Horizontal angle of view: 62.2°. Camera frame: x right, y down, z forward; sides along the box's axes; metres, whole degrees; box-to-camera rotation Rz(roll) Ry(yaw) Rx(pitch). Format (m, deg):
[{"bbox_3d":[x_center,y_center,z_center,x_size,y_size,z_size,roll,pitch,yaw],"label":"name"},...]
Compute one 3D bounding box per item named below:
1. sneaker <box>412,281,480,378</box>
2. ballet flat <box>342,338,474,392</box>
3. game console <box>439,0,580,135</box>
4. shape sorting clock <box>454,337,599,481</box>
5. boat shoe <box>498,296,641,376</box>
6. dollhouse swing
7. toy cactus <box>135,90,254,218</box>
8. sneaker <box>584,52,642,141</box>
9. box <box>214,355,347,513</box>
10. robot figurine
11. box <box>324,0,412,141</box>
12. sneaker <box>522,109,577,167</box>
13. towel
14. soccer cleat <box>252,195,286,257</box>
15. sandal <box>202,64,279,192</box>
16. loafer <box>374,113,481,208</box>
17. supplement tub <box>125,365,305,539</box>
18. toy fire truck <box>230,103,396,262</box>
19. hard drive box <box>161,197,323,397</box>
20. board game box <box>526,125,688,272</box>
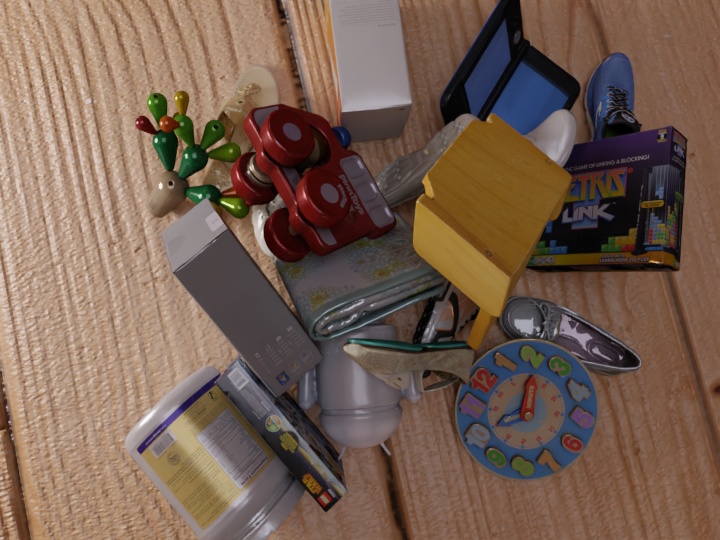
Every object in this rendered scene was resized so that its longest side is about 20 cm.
[{"bbox_3d":[0.129,0.057,0.821,0.078,0.074,0.204,25,84,-4],"label":"sneaker"},{"bbox_3d":[0.065,0.117,0.724,0.196,0.067,0.064,6,87,-32],"label":"ballet flat"},{"bbox_3d":[0.218,-0.250,0.843,0.117,0.171,0.203,28,81,26],"label":"game console"},{"bbox_3d":[0.225,0.191,0.809,0.194,0.039,0.206,1,99,7],"label":"shape sorting clock"},{"bbox_3d":[0.289,0.091,0.831,0.198,0.065,0.076,26,82,0],"label":"boat shoe"},{"bbox_3d":[0.144,-0.041,0.741,0.181,0.177,0.201,38,55,4],"label":"dollhouse swing"},{"bbox_3d":[-0.231,-0.128,0.788,0.200,0.103,0.164,45,117,-10],"label":"toy cactus"},{"bbox_3d":[0.371,-0.217,0.859,0.076,0.089,0.206,6,84,-4],"label":"sneaker"},{"bbox_3d":[-0.096,0.192,0.749,0.040,0.137,0.201,-40,92,-4],"label":"box"},{"bbox_3d":[-0.003,0.140,0.782,0.165,0.113,0.206,-6,84,9],"label":"robot figurine"},{"bbox_3d":[0.006,-0.299,0.826,0.095,0.124,0.206,-7,84,-4],"label":"box"},{"bbox_3d":[0.212,-0.142,0.814,0.080,0.071,0.201,34,104,-28],"label":"sneaker"},{"bbox_3d":[0.000,0.000,0.774,0.195,0.172,0.049,-19,124,-13],"label":"towel"},{"bbox_3d":[-0.114,-0.122,0.821,0.067,0.078,0.206,5,84,-3],"label":"soccer cleat"},{"bbox_3d":[-0.167,-0.198,0.830,0.076,0.070,0.217,19,83,-2],"label":"sandal"},{"bbox_3d":[0.091,-0.131,0.818,0.197,0.071,0.070,-29,130,26],"label":"loafer"},{"bbox_3d":[-0.177,0.239,0.743,0.145,0.145,0.201,-42,88,-7],"label":"supplement tub"},{"bbox_3d":[-0.055,-0.117,0.749,0.166,0.112,0.203,-24,81,-45],"label":"toy fire truck"},{"bbox_3d":[-0.145,0.030,0.724,0.076,0.156,0.202,-37,119,-7],"label":"hard drive box"},{"bbox_3d":[0.317,-0.084,0.789,0.056,0.197,0.171,11,82,-38],"label":"board game box"}]
